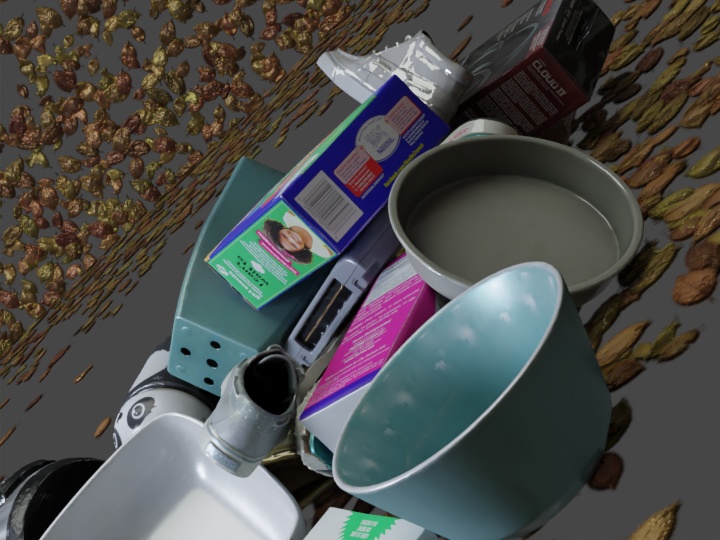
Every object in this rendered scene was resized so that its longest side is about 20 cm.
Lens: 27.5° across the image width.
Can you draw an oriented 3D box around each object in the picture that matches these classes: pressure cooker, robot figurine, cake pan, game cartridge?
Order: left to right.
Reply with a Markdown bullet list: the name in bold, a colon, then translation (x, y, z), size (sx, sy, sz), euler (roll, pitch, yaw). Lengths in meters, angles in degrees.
- **pressure cooker**: translation (-0.292, 0.281, 1.362), size (0.200, 0.175, 0.180), euler (-32, 44, 42)
- **robot figurine**: translation (-0.181, 0.141, 1.527), size (0.124, 0.151, 0.200), euler (-4, 29, 16)
- **game cartridge**: translation (0.000, 0.000, 1.342), size (0.133, 0.041, 0.200), euler (-56, 0, -35)
- **cake pan**: translation (0.120, -0.034, 1.154), size (0.201, 0.199, 0.037), euler (-61, -20, -46)

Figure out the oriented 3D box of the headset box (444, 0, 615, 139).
- **headset box**: translation (0.162, -0.192, 1.473), size (0.200, 0.077, 0.149), euler (-34, 19, 38)

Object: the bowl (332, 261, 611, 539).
- **bowl**: translation (0.088, 0.102, 0.971), size (0.201, 0.105, 0.201), euler (-41, 15, 13)

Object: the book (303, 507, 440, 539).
- **book**: translation (-0.038, 0.256, 1.020), size (0.200, 0.048, 0.133), euler (-50, 20, -24)

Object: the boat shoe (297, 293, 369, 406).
- **boat shoe**: translation (-0.001, 0.080, 1.349), size (0.200, 0.059, 0.072), euler (-51, -3, -32)

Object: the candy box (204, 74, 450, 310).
- **candy box**: translation (-0.032, -0.065, 1.312), size (0.169, 0.077, 0.200), euler (-48, 6, -28)

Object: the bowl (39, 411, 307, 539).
- **bowl**: translation (-0.148, 0.233, 1.183), size (0.199, 0.075, 0.200), euler (31, 74, 37)

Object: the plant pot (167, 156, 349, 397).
- **plant pot**: translation (-0.103, 0.022, 1.448), size (0.142, 0.140, 0.201), euler (106, -171, -47)

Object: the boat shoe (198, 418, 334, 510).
- **boat shoe**: translation (-0.082, 0.184, 1.259), size (0.200, 0.073, 0.063), euler (-38, 14, 20)

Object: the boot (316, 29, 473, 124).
- **boot**: translation (0.038, -0.199, 1.474), size (0.096, 0.073, 0.200), euler (-54, 46, 6)

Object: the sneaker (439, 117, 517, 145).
- **sneaker**: translation (0.088, -0.048, 1.402), size (0.200, 0.083, 0.122), euler (131, 153, -61)

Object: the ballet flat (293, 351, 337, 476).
- **ballet flat**: translation (-0.010, 0.104, 1.212), size (0.072, 0.072, 0.200), euler (-31, 14, 40)

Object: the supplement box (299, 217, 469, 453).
- **supplement box**: translation (0.050, 0.068, 1.165), size (0.103, 0.101, 0.200), euler (-32, 19, 42)

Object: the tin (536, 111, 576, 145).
- **tin**: translation (0.170, -0.136, 1.518), size (0.112, 0.042, 0.200), euler (-39, 16, 34)

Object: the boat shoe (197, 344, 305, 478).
- **boat shoe**: translation (-0.075, 0.101, 1.191), size (0.072, 0.070, 0.201), euler (-51, 3, 15)

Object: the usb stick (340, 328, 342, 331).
- **usb stick**: translation (0.008, 0.031, 1.506), size (0.055, 0.033, 0.200), euler (-32, 18, 17)
